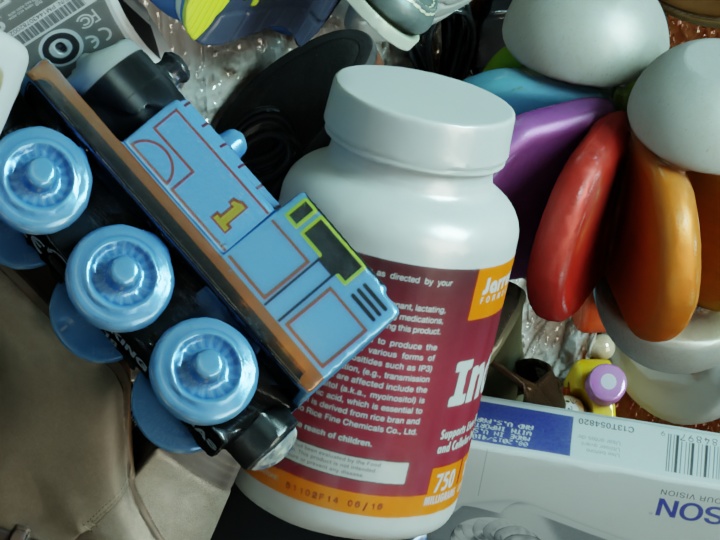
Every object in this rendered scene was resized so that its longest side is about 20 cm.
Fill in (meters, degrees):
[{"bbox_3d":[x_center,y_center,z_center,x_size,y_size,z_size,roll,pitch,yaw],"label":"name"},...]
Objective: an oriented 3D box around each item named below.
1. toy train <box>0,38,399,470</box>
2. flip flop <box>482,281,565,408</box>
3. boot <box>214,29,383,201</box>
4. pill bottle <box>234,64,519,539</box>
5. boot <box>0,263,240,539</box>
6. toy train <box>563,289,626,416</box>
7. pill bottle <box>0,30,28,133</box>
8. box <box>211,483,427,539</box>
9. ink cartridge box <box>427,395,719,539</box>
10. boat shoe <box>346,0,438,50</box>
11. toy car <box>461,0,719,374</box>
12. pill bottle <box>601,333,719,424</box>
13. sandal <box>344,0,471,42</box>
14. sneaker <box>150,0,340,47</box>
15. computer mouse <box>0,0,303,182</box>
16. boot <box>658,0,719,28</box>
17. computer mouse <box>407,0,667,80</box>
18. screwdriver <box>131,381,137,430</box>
[{"bbox_3d":[-0.081,-0.011,1.208,0.114,0.087,0.200,-40,87,-20],"label":"toy train"},{"bbox_3d":[0.081,0.077,1.509,0.081,0.057,0.200,-56,158,-30],"label":"flip flop"},{"bbox_3d":[0.000,0.000,1.407,0.200,0.068,0.189,35,77,-44],"label":"boot"},{"bbox_3d":[0.009,0.014,1.306,0.113,0.113,0.201,-8,117,-46],"label":"pill bottle"},{"bbox_3d":[-0.152,0.082,1.285,0.200,0.070,0.146,40,104,-11],"label":"boot"},{"bbox_3d":[0.124,0.068,1.556,0.055,0.200,0.151,-1,135,-5],"label":"toy train"},{"bbox_3d":[-0.222,-0.019,1.137,0.120,0.120,0.201,24,87,-49],"label":"pill bottle"},{"bbox_3d":[-0.045,0.218,1.416,0.148,0.107,0.200,-37,137,-32],"label":"box"},{"bbox_3d":[0.113,0.152,1.481,0.200,0.199,0.041,97,2,-47],"label":"ink cartridge box"},{"bbox_3d":[0.006,-0.190,1.272,0.062,0.200,0.073,-31,144,24],"label":"boat shoe"},{"bbox_3d":[0.110,-0.039,1.382,0.150,0.200,0.175,-24,136,-33],"label":"toy car"},{"bbox_3d":[0.243,0.018,1.666,0.200,0.111,0.111,-14,115,-44],"label":"pill bottle"},{"bbox_3d":[0.052,-0.179,1.333,0.082,0.050,0.203,-8,153,-36],"label":"sandal"},{"bbox_3d":[-0.053,-0.152,1.303,0.074,0.082,0.200,-59,164,13],"label":"sneaker"},{"bbox_3d":[-0.117,-0.091,1.267,0.109,0.044,0.200,-30,131,9],"label":"computer mouse"},{"bbox_3d":[0.116,-0.201,1.380,0.074,0.200,0.155,-52,146,3],"label":"boot"},{"bbox_3d":[0.106,-0.104,1.512,0.200,0.053,0.139,-23,120,-40],"label":"computer mouse"},{"bbox_3d":[-0.136,0.016,1.319,0.029,0.028,0.200,-23,124,-5],"label":"screwdriver"}]
